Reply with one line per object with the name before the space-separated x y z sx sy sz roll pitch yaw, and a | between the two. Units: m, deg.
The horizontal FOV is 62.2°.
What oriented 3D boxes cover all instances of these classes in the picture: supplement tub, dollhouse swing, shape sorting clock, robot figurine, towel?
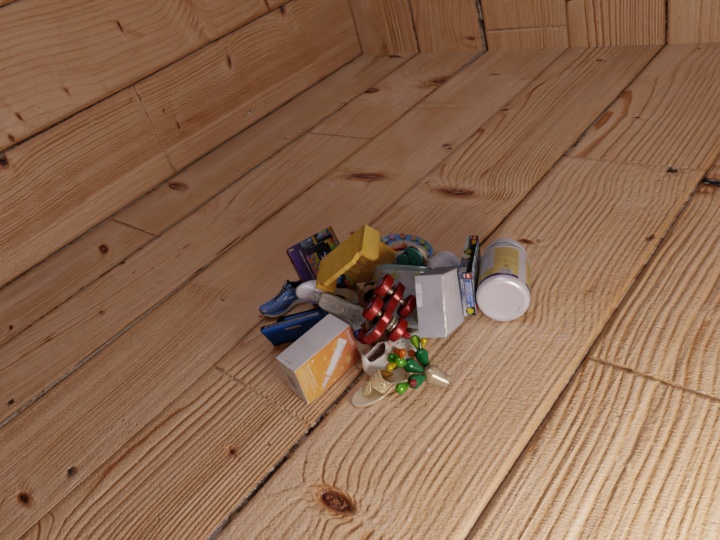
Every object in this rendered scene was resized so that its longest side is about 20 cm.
supplement tub | 0.392 0.021 1.634 0.141 0.148 0.202 -5 35 20
dollhouse swing | 0.000 0.000 1.769 0.198 0.175 0.184 -36 27 28
shape sorting clock | 0.144 -0.073 1.956 0.194 0.040 0.202 3 36 -2
robot figurine | 0.226 0.022 1.749 0.198 0.115 0.169 -36 50 -23
towel | 0.115 0.071 1.693 0.197 0.177 0.047 3 0 44

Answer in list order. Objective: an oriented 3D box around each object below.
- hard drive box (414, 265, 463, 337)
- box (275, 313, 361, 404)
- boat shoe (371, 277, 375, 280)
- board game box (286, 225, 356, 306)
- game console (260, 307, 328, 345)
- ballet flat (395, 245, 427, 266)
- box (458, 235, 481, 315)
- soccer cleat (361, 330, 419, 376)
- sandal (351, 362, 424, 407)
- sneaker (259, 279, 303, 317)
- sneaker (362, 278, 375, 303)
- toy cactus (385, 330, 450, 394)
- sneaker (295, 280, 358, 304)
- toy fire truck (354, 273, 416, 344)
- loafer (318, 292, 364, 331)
hard drive box | 0.211 0.078 1.567 0.075 0.161 0.199 -3 4 23
box | -0.110 0.236 1.613 0.199 0.127 0.096 -38 38 -25
boat shoe | 0.034 -0.039 1.979 0.073 0.066 0.204 -18 34 2
board game box | -0.122 -0.014 1.910 0.163 0.204 0.057 -28 -2 -15
game console | -0.188 0.142 1.801 0.195 0.172 0.121 -15 60 8
ballet flat | 0.162 -0.046 1.760 0.061 0.069 0.199 -26 5 -18
box | 0.312 0.012 1.680 0.039 0.140 0.201 -2 32 18
soccer cleat | 0.091 0.210 1.587 0.197 0.079 0.069 -30 34 -15
sandal | 0.063 0.271 1.522 0.207 0.071 0.078 -22 33 -3
sneaker | -0.244 0.077 1.939 0.197 0.091 0.078 -29 33 -15
sneaker | 0.095 0.034 1.839 0.195 0.075 0.081 -18 30 1
toy cactus | 0.146 0.234 1.477 0.161 0.104 0.201 23 28 1
sneaker | -0.105 0.075 1.822 0.194 0.073 0.080 8 7 5
toy fire truck | 0.052 0.121 1.593 0.168 0.111 0.202 -42 13 49
loafer | -0.030 0.124 1.737 0.197 0.070 0.071 32 95 11
